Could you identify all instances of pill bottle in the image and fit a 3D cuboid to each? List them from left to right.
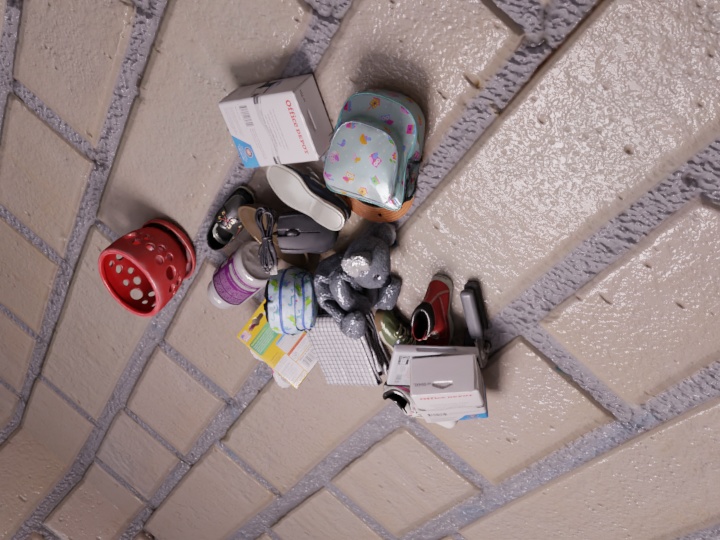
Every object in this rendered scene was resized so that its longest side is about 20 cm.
[{"bbox_3d":[-0.293,0.017,1.836,0.113,0.113,0.199,46,135,-9],"label":"pill bottle"}]

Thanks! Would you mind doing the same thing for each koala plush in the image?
[{"bbox_3d":[0.000,0.000,1.593,0.183,0.177,0.201,42,141,11],"label":"koala plush"}]

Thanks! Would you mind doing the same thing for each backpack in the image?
[{"bbox_3d":[-0.153,0.068,1.693,0.150,0.199,0.168,4,86,19],"label":"backpack"},{"bbox_3d":[0.027,-0.227,1.388,0.172,0.153,0.205,20,106,16],"label":"backpack"}]

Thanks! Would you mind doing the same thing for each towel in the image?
[{"bbox_3d":[-0.028,0.176,1.813,0.162,0.086,0.203,-5,120,34],"label":"towel"}]

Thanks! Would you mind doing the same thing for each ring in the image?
[{"bbox_3d":[0.023,-0.188,1.531,0.196,0.019,0.204,18,133,20],"label":"ring"}]

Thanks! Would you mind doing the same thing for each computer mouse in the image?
[{"bbox_3d":[-0.121,-0.073,1.596,0.052,0.196,0.142,-2,96,56],"label":"computer mouse"}]

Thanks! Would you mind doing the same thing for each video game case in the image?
[{"bbox_3d":[0.153,0.210,1.663,0.177,0.024,0.201,2,152,-2],"label":"video game case"}]

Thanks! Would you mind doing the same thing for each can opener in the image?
[{"bbox_3d":[0.234,0.119,1.613,0.065,0.054,0.204,1,123,31],"label":"can opener"}]

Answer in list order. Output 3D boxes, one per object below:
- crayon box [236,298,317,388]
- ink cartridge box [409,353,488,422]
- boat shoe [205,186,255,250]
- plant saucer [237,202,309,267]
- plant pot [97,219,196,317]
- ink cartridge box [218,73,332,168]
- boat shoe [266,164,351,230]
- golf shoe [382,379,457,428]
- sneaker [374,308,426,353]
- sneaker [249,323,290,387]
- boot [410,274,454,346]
[{"bbox_3d":[-0.194,0.178,1.898,0.199,0.052,0.126,40,96,-2],"label":"crayon box"},{"bbox_3d":[0.192,0.255,1.629,0.142,0.086,0.201,-6,152,12],"label":"ink cartridge box"},{"bbox_3d":[-0.303,-0.117,1.773,0.073,0.063,0.202,41,135,-1],"label":"boat shoe"},{"bbox_3d":[-0.189,-0.083,1.701,0.197,0.030,0.201,32,160,13],"label":"plant saucer"},{"bbox_3d":[-0.530,-0.017,1.914,0.196,0.183,0.204,17,133,19],"label":"plant pot"},{"bbox_3d":[-0.166,-0.296,1.519,0.196,0.086,0.149,-1,125,32],"label":"ink cartridge box"},{"bbox_3d":[-0.105,-0.162,1.579,0.197,0.062,0.076,32,126,5],"label":"boat shoe"},{"bbox_3d":[0.139,0.326,1.815,0.197,0.092,0.073,31,135,6],"label":"golf shoe"},{"bbox_3d":[0.109,0.163,1.724,0.088,0.068,0.203,-4,127,34],"label":"sneaker"},{"bbox_3d":[-0.212,0.212,1.972,0.087,0.082,0.201,-21,118,37],"label":"sneaker"},{"bbox_3d":[0.145,0.130,1.615,0.071,0.145,0.204,14,132,22],"label":"boot"}]
